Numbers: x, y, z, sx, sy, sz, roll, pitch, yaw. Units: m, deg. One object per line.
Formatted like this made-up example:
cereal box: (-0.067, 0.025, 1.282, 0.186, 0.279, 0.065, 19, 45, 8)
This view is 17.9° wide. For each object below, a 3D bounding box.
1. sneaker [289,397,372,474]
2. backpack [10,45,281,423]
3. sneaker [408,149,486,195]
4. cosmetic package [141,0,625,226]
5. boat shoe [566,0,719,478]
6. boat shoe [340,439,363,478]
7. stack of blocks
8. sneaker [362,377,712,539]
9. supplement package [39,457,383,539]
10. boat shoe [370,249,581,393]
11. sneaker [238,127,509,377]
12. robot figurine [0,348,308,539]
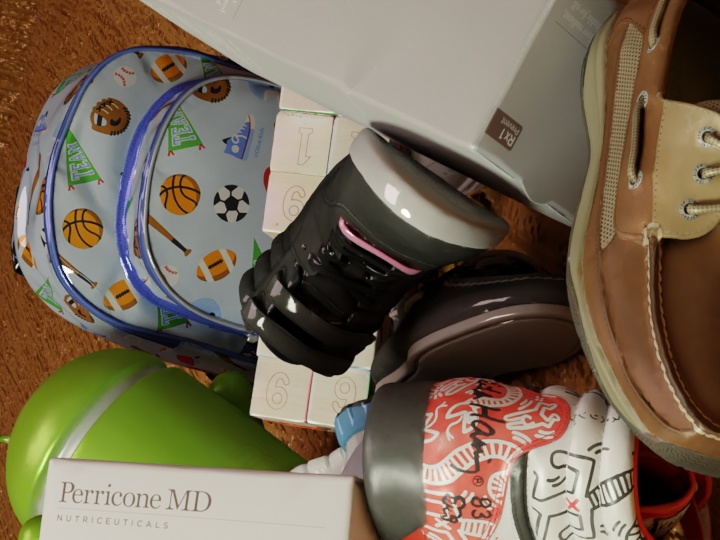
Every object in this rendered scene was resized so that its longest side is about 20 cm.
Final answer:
sneaker: (0.017, 0.113, 1.041, 0.200, 0.074, 0.087, 122, 144, -64)
backpack: (-0.090, -0.033, 1.258, 0.154, 0.189, 0.202, 155, 125, -69)
sneaker: (0.046, -0.123, 1.030, 0.076, 0.091, 0.201, -99, 26, -51)
cosmetic package: (0.014, -0.099, 0.915, 0.199, 0.107, 0.091, 25, 87, 33)
boat shoe: (0.115, -0.029, 0.775, 0.074, 0.075, 0.201, 126, 150, -47)
boat shoe: (0.031, 0.162, 0.932, 0.066, 0.071, 0.202, 32, -132, -62)
stack of blocks: (-0.006, -0.023, 1.117, 0.115, 0.058, 0.202, 31, -113, -76)
sneaker: (0.076, 0.113, 0.822, 0.202, 0.107, 0.068, 68, -153, -45)
supplement package: (-0.049, 0.177, 0.816, 0.120, 0.120, 0.202, 37, -123, -67)
boat shoe: (0.046, 0.018, 0.987, 0.200, 0.066, 0.058, 138, 135, -70)
sneaker: (0.000, 0.000, 0.921, 0.100, 0.070, 0.200, -55, 6, 0)
robot figurine: (-0.099, 0.118, 1.187, 0.175, 0.199, 0.116, -39, -26, -42)
